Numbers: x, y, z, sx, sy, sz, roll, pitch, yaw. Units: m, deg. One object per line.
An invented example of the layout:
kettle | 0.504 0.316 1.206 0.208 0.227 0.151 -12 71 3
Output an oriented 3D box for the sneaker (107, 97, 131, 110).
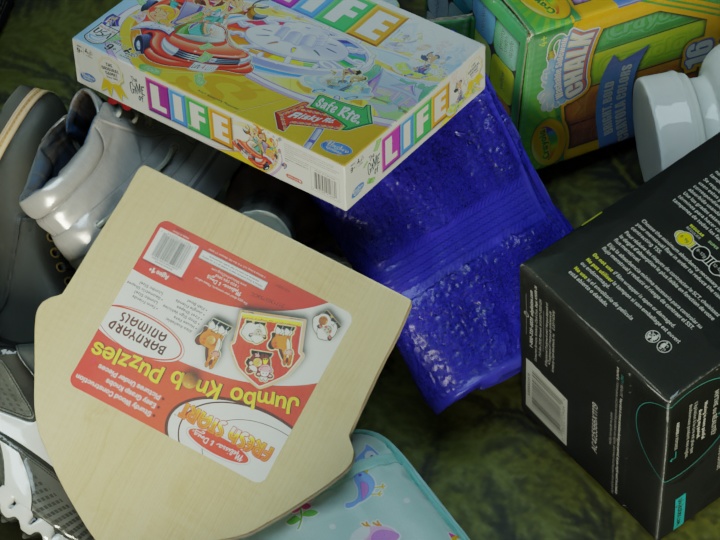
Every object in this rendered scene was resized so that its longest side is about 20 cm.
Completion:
sneaker | -0.132 -0.067 1.563 0.077 0.085 0.200 -4 50 1

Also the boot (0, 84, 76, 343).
boot | -0.171 0.000 1.479 0.138 0.077 0.200 16 95 18

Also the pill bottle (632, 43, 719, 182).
pill bottle | 0.276 -0.094 1.530 0.200 0.113 0.113 -10 50 -3

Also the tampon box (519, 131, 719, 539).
tampon box | 0.207 0.025 1.412 0.200 0.150 0.126 -32 57 -20

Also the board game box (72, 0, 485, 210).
board game box | -0.047 -0.120 1.422 0.200 0.034 0.134 26 49 27

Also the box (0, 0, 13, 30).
box | -0.348 -0.254 1.666 0.200 0.197 0.124 6 51 11

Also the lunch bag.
lunch bag | -0.040 0.182 1.353 0.200 0.077 0.160 -25 53 -15

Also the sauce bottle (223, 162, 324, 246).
sauce bottle | -0.048 -0.045 1.488 0.065 0.065 0.200 -1 18 4

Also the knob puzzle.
knob puzzle | -0.092 0.067 1.367 0.219 0.030 0.220 -1 74 4

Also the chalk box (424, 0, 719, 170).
chalk box | 0.118 -0.153 1.571 0.200 0.125 0.124 -20 50 -20

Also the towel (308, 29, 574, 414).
towel | 0.055 -0.033 1.457 0.148 0.050 0.200 -32 92 -32

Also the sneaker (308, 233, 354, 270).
sneaker | 0.000 0.000 1.506 0.200 0.081 0.088 -31 19 -32

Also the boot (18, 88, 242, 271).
boot | -0.128 -0.079 1.459 0.074 0.096 0.200 -22 29 39

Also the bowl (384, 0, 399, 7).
bowl | -0.084 -0.174 1.619 0.200 0.200 0.108 36 105 29

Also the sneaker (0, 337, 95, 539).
sneaker | -0.191 0.086 1.413 0.091 0.066 0.200 -46 78 6
